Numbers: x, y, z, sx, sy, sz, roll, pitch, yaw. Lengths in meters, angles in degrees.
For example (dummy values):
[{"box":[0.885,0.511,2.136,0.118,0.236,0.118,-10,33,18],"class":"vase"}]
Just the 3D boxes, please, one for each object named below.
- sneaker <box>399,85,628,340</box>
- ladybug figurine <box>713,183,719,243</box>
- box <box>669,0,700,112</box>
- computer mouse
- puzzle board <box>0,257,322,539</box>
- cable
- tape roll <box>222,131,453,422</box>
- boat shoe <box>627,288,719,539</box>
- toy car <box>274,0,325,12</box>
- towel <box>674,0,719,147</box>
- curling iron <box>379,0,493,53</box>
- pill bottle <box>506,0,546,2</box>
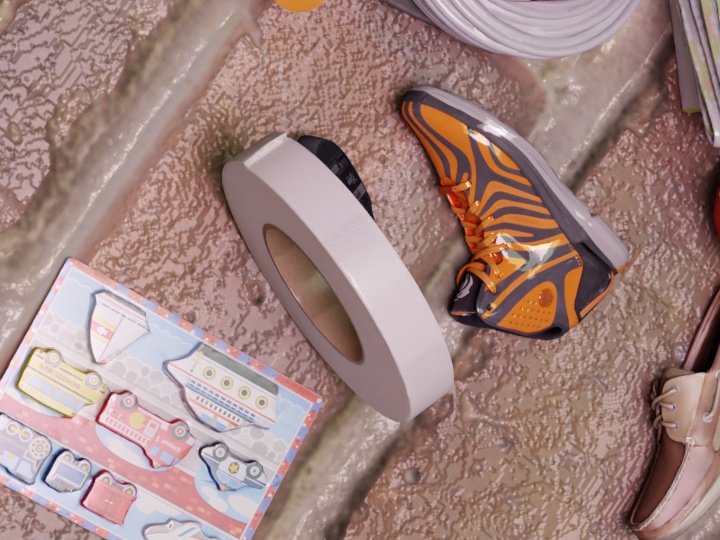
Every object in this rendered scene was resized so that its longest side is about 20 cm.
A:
[{"box":[0.083,-0.028,1.676,0.200,0.078,0.112,42,79,-15],"class":"sneaker"},{"box":[0.313,-0.025,1.735,0.200,0.072,0.136,22,59,-35],"class":"ladybug figurine"},{"box":[0.278,-0.194,1.748,0.122,0.048,0.200,-9,95,-17],"class":"box"},{"box":[0.000,0.000,1.674,0.034,0.059,0.200,-19,106,27],"class":"computer mouse"},{"box":[-0.141,0.104,1.641,0.200,0.017,0.151,30,83,-17],"class":"puzzle board"},{"box":[0.105,-0.239,1.671,0.200,0.069,0.200,6,86,-25],"class":"cable"},{"box":[-0.016,0.005,1.581,0.037,0.203,0.203,-35,102,-13],"class":"tape roll"},{"box":[0.232,0.096,1.738,0.072,0.076,0.200,34,73,-13],"class":"boat shoe"},{"box":[-0.048,-0.264,1.568,0.177,0.184,0.200,4,92,-18],"class":"toy car"},{"box":[0.308,-0.170,1.685,0.200,0.048,0.171,-6,76,-18],"class":"towel"},{"box":[0.014,-0.203,1.672,0.200,0.026,0.050,34,84,-17],"class":"curling iron"},{"box":[0.130,-0.227,1.582,0.200,0.112,0.112,-7,94,-25],"class":"pill bottle"}]
